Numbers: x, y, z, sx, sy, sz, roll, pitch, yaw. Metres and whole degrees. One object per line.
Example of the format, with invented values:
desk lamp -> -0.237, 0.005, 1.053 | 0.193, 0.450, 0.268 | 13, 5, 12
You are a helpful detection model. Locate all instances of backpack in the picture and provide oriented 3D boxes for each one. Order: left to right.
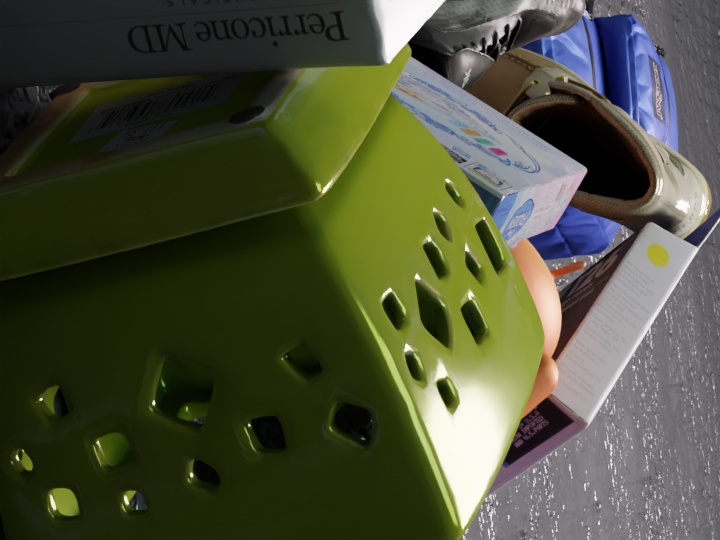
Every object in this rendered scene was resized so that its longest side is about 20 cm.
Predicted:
backpack -> 0.116, -0.109, 1.754 | 0.200, 0.167, 0.163 | 39, 40, -65

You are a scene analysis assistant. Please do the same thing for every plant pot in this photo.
plant pot -> -0.053, 0.009, 1.115 | 0.199, 0.199, 0.182 | -61, 134, -62

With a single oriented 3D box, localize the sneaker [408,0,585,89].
sneaker -> 0.050, -0.131, 1.519 | 0.067, 0.199, 0.091 | -57, -133, 45

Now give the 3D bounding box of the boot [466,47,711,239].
boot -> 0.106, -0.086, 1.570 | 0.072, 0.200, 0.155 | -59, 162, 6

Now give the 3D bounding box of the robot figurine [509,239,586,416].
robot figurine -> 0.024, 0.043, 1.400 | 0.117, 0.200, 0.144 | 50, -20, -6

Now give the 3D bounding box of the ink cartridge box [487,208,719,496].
ink cartridge box -> 0.110, 0.051, 1.562 | 0.047, 0.198, 0.200 | 40, 51, -6

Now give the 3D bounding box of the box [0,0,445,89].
box -> -0.053, -0.176, 1.120 | 0.200, 0.198, 0.131 | -52, 134, -54

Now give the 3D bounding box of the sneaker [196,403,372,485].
sneaker -> 0.005, 0.075, 1.279 | 0.085, 0.200, 0.078 | 19, 40, -57

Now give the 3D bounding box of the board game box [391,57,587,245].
board game box -> 0.003, -0.081, 1.346 | 0.043, 0.200, 0.199 | -60, 169, 14
